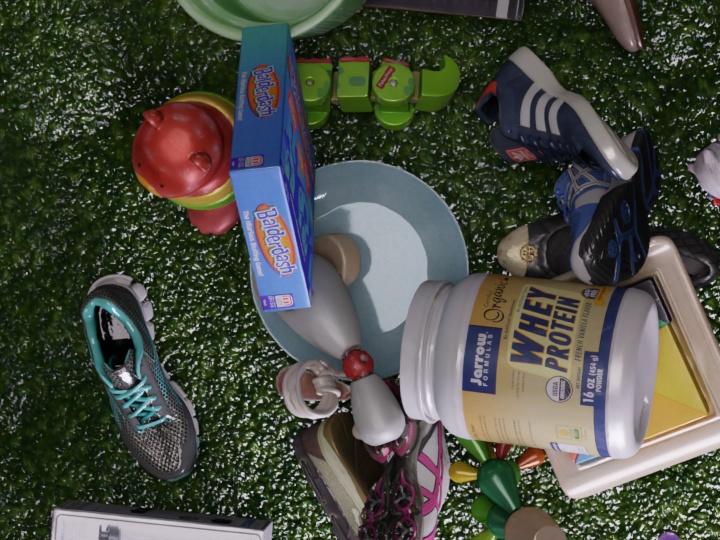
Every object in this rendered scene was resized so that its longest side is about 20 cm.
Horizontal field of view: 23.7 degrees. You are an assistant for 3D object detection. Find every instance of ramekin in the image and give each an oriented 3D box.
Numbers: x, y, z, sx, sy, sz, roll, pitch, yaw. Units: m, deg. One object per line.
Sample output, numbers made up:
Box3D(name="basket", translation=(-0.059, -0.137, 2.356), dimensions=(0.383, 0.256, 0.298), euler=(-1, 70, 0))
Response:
Box3D(name="ramekin", translation=(-0.072, -0.298, 1.524), dimensions=(0.199, 0.098, 0.201), euler=(1, 92, 18))

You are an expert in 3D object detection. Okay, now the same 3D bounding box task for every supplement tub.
Box3D(name="supplement tub", translation=(0.145, 0.078, 1.460), dimensions=(0.199, 0.144, 0.145), euler=(6, 92, 18))

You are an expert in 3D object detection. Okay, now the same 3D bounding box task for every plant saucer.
Box3D(name="plant saucer", translation=(0.000, 0.000, 1.572), dimensions=(0.200, 0.039, 0.202), euler=(0, 91, 6))

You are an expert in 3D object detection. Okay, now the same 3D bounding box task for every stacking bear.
Box3D(name="stacking bear", translation=(-0.146, -0.103, 1.501), dimensions=(0.114, 0.200, 0.122), euler=(-42, 88, 5))

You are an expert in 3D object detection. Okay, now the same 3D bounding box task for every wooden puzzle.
Box3D(name="wooden puzzle", translation=(0.228, 0.091, 1.526), dimensions=(0.185, 0.037, 0.200), euler=(-24, 95, 20))

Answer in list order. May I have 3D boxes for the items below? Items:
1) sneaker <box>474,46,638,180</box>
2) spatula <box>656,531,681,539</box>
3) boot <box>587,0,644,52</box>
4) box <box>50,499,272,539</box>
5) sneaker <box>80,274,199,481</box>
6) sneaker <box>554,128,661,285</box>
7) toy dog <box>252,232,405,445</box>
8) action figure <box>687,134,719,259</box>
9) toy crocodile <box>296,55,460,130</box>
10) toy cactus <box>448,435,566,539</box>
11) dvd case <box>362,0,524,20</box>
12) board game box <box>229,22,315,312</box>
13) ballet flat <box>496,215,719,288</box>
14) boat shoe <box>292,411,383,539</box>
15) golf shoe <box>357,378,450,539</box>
Box3D(name="sneaker", translation=(0.165, -0.116, 1.493), dimensions=(0.085, 0.200, 0.075), euler=(-44, 126, 5))
Box3D(name="spatula", translation=(0.232, 0.327, 1.568), dimensions=(0.057, 0.021, 0.200), euler=(45, 96, 8))
Box3D(name="boot", translation=(0.163, -0.277, 1.541), dimensions=(0.146, 0.070, 0.201), euler=(-14, 89, 12))
Box3D(name="box", translation=(-0.186, 0.280, 1.586), dimensions=(0.199, 0.060, 0.117), euler=(4, 92, 5))
Box3D(name="sneaker", translation=(-0.210, 0.102, 1.568), dimensions=(0.077, 0.091, 0.201), euler=(-24, 90, 6))
Box3D(name="sneaker", translation=(0.208, -0.049, 1.488), dimensions=(0.077, 0.200, 0.076), euler=(-10, 118, 27))
Box3D(name="toy dog", translation=(-0.037, 0.066, 1.508), dimensions=(0.132, 0.096, 0.201), euler=(10, 58, -31))
Box3D(name="action figure", translation=(0.386, -0.099, 1.505), dimensions=(0.193, 0.105, 0.201), euler=(2, 94, -4))
Box3D(name="toy crocodile", translation=(-0.009, -0.167, 1.555), dimensions=(0.199, 0.068, 0.062), euler=(1, 70, 4))
Box3D(name="toy cactus", translation=(0.145, 0.226, 1.511), dimensions=(0.102, 0.165, 0.201), euler=(-13, 96, -15))
Box3D(name="dvd case", translation=(0.064, -0.305, 1.531), dimensions=(0.199, 0.016, 0.149), euler=(10, 93, 29))
Box3D(name="board game box", translation=(-0.071, -0.089, 1.440), dimensions=(0.045, 0.200, 0.152), euler=(-6, 132, 5))
Box3D(name="ballet flat", translation=(0.223, -0.016, 1.541), dimensions=(0.199, 0.057, 0.067), euler=(2, 93, 5))
Box3D(name="boat shoe", translation=(0.004, 0.223, 1.568), dimensions=(0.066, 0.072, 0.201), euler=(-19, 105, 37))
Box3D(name="golf shoe", translation=(0.050, 0.199, 1.519), dimensions=(0.072, 0.092, 0.201), euler=(-18, 58, 40))
